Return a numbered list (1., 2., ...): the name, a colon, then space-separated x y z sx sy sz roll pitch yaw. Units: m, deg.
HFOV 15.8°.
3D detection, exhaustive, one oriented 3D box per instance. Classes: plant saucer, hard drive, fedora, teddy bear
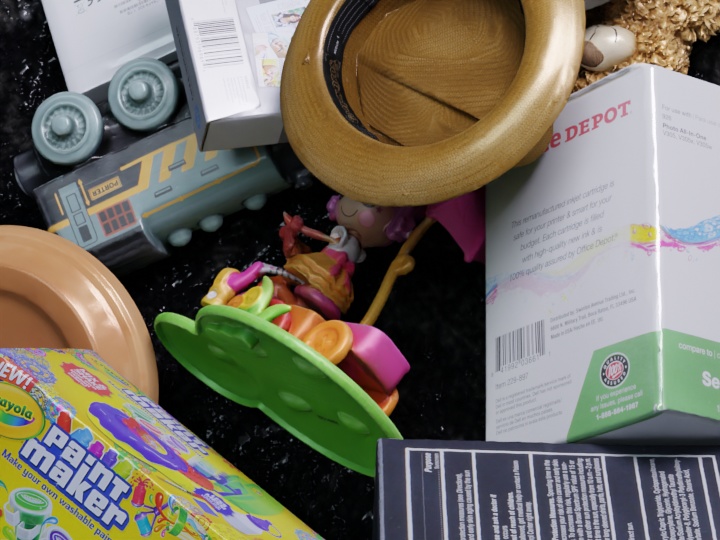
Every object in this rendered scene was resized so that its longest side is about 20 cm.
1. plant saucer: -0.220 0.073 1.567 0.200 0.037 0.200 0 91 19
2. hard drive: -0.152 -0.217 1.686 0.132 0.027 0.200 -23 66 10
3. fedora: 0.051 -0.109 1.447 0.200 0.082 0.201 -16 57 27
4. teddy bear: 0.172 -0.177 1.539 0.145 0.067 0.200 32 83 28

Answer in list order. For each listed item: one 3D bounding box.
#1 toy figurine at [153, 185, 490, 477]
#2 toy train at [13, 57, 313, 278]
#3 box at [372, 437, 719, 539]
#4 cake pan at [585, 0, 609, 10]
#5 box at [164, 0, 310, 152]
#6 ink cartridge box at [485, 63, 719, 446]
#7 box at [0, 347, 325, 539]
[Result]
1. toy figurine: 0.000 0.000 1.524 0.200 0.150 0.184 15 61 48
2. toy train: -0.114 -0.073 1.597 0.200 0.085 0.114 -24 78 8
3. box: 0.104 0.191 1.328 0.198 0.123 0.200 2 34 -1
4. cake pan: 0.113 -0.232 1.538 0.200 0.037 0.200 -9 59 15
5. box: -0.014 -0.157 1.560 0.200 0.041 0.156 -8 66 -15
6. ink cartridge box: 0.144 0.004 1.436 0.145 0.087 0.200 -24 61 49
7. box: -0.156 0.178 1.459 0.200 0.122 0.193 36 101 19
